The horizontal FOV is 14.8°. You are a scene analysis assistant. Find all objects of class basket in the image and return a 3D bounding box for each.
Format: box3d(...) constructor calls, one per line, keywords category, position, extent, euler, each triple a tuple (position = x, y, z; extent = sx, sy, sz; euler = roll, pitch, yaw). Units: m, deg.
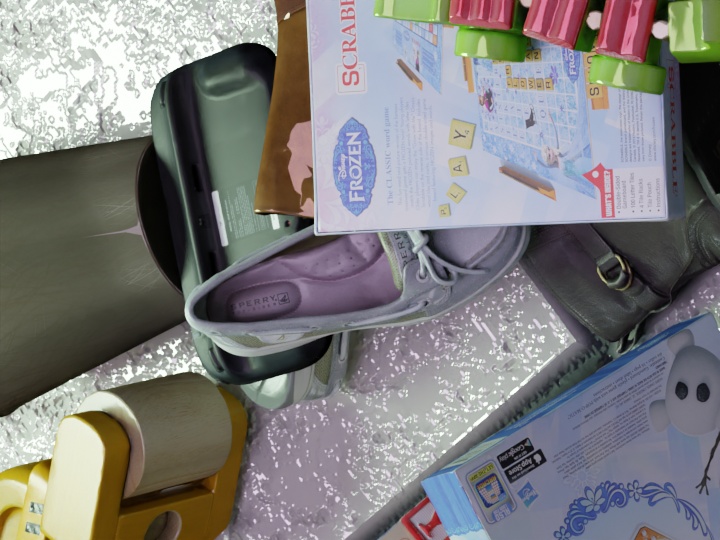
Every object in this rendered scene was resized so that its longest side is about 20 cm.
box3d(category="basket", position=(-0.186, -0.007, 1.767), extent=(0.200, 0.136, 0.180), euler=(-16, 118, 30))

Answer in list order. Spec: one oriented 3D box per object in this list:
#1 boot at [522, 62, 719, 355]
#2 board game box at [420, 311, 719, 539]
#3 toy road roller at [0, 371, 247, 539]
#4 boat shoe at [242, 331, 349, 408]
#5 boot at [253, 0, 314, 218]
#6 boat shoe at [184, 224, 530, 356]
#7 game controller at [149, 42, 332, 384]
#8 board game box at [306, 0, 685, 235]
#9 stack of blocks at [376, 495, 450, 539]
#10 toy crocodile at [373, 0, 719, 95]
box3d(category="boot", position=(0.140, -0.054, 1.557), extent=(0.174, 0.069, 0.200), euler=(-28, 100, 44))
box3d(category="board game box", position=(0.159, 0.156, 1.526), extent=(0.043, 0.200, 0.199), euler=(-23, 94, 59))
box3d(category="toy road roller", position=(-0.173, 0.147, 1.804), extent=(0.146, 0.123, 0.200), euler=(31, 118, 36))
box3d(category="boat shoe", position=(-0.028, -0.015, 1.698), extent=(0.074, 0.065, 0.202), euler=(19, 107, 43))
box3d(category="boot", position=(0.029, -0.125, 1.530), extent=(0.188, 0.068, 0.200), euler=(-1, 81, 19))
box3d(category="boat shoe", position=(-0.001, -0.001, 1.581), extent=(0.202, 0.065, 0.075), euler=(-16, 83, 10))
box3d(category="game controller", position=(-0.072, -0.034, 1.664), extent=(0.104, 0.042, 0.200), euler=(-15, 83, 31))
box3d(category="board game box", position=(0.069, -0.122, 1.475), extent=(0.199, 0.041, 0.200), euler=(-1, 91, 20))
box3d(category="stack of blocks", position=(0.050, 0.184, 1.619), extent=(0.115, 0.200, 0.059), euler=(-39, 75, -6))
box3d(category="toy crocodile", position=(0.100, -0.133, 1.408), extent=(0.200, 0.062, 0.068), euler=(13, 96, 19))
